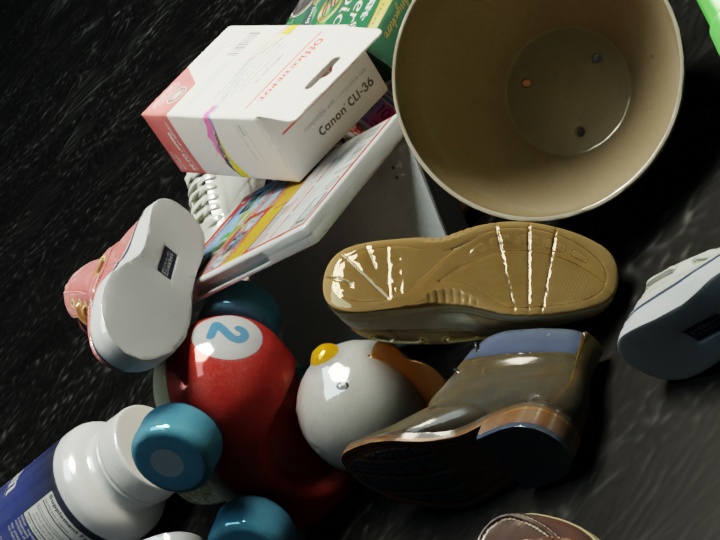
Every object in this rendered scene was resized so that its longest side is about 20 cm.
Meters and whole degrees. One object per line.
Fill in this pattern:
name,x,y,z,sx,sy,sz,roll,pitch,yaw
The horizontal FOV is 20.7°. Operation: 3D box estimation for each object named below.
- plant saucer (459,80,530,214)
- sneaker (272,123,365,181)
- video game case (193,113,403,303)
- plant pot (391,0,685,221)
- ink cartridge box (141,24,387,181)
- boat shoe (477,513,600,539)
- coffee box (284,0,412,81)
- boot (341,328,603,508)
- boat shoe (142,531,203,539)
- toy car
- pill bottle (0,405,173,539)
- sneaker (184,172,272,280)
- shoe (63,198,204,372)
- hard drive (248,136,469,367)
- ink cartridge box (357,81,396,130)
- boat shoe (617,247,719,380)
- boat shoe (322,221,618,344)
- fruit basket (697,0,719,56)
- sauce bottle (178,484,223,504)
plant saucer,0.071,-0.099,1.617,0.200,0.032,0.201,-42,28,28
sneaker,-0.028,-0.112,1.645,0.067,0.108,0.202,-43,26,23
video game case,-0.061,-0.040,1.475,0.200,0.017,0.143,-24,21,47
plant pot,0.135,-0.132,1.386,0.200,0.200,0.134,-51,-13,9
ink cartridge box,-0.064,-0.131,1.530,0.200,0.068,0.117,8,49,51
boat shoe,0.105,0.180,1.130,0.072,0.072,0.200,-53,24,4
coffee box,-0.001,-0.209,1.616,0.123,0.044,0.200,-61,24,-14
boot,0.078,0.098,1.310,0.200,0.075,0.097,-13,37,43
boat shoe,-0.188,0.277,1.576,0.200,0.069,0.057,-41,46,32
toy car,-0.029,0.090,1.408,0.200,0.177,0.185,-24,25,29
pill bottle,-0.238,0.199,1.701,0.200,0.111,0.111,-38,28,32
sneaker,-0.117,-0.055,1.681,0.076,0.080,0.200,-35,32,33
shoe,-0.173,0.030,1.432,0.091,0.071,0.200,-41,18,26
hard drive,0.000,0.000,1.507,0.200,0.033,0.140,-30,77,39
ink cartridge box,0.078,-0.208,1.619,0.200,0.076,0.137,-39,28,28
boat shoe,0.232,-0.003,1.149,0.202,0.074,0.086,-37,25,55
boat shoe,0.078,0.015,1.340,0.199,0.069,0.074,0,62,13
fruit basket,0.285,-0.135,1.116,0.156,0.215,0.216,-47,25,19
sauce bottle,-0.127,0.114,1.668,0.065,0.065,0.200,-43,24,24
